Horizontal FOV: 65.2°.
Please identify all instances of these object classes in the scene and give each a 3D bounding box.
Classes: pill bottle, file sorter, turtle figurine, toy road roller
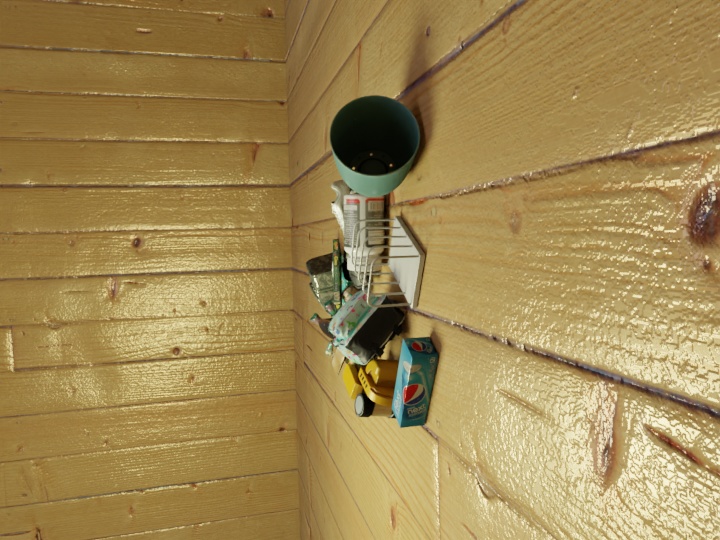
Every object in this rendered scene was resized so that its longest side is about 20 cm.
[{"bbox_3d":[0.010,-0.105,1.526,0.114,0.111,0.205,-152,61,-73],"label":"pill bottle"},{"bbox_3d":[0.057,-0.023,1.334,0.201,0.122,0.141,-114,26,-56],"label":"file sorter"},{"bbox_3d":[-0.071,0.206,1.897,0.201,0.150,0.100,51,151,-14],"label":"turtle figurine"},{"bbox_3d":[0.046,0.275,1.445,0.201,0.121,0.148,-123,47,-58],"label":"toy road roller"}]

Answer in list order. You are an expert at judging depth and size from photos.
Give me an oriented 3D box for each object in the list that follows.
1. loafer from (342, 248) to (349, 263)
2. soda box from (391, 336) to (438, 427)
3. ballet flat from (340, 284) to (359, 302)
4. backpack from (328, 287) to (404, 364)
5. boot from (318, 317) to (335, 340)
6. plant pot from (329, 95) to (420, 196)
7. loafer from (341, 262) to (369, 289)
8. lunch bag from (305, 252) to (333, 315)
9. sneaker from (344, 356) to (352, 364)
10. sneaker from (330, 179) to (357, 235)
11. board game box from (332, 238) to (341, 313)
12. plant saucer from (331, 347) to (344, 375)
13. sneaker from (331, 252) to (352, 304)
[{"bbox_3d":[-0.024,-0.065,1.746,0.200,0.074,0.071,149,113,-74],"label":"loafer"},{"bbox_3d":[0.119,0.248,1.247,0.068,0.063,0.203,-115,26,-57],"label":"soda box"},{"bbox_3d":[-0.017,0.085,1.734,0.068,0.067,0.200,-51,-7,5],"label":"ballet flat"},{"bbox_3d":[0.007,0.145,1.447,0.178,0.150,0.200,-49,0,-14],"label":"backpack"},{"bbox_3d":[-0.040,0.157,1.683,0.198,0.096,0.076,4,122,50],"label":"boot"},{"bbox_3d":[0.031,-0.264,1.285,0.161,0.196,0.205,89,174,-70],"label":"plant pot"},{"bbox_3d":[0.000,0.000,1.662,0.200,0.070,0.074,-149,45,-69],"label":"loafer"},{"bbox_3d":[-0.109,0.050,2.004,0.200,0.137,0.171,-127,21,-67],"label":"lunch bag"},{"bbox_3d":[0.006,0.278,1.687,0.091,0.077,0.201,59,166,21],"label":"sneaker"},{"bbox_3d":[-0.046,-0.162,1.620,0.075,0.079,0.205,-168,74,-73],"label":"sneaker"},{"bbox_3d":[-0.069,0.018,1.714,0.105,0.023,0.204,77,-169,-68],"label":"board game box"},{"bbox_3d":[-0.047,0.229,1.763,0.200,0.035,0.203,24,-91,-86],"label":"plant saucer"},{"bbox_3d":[-0.044,0.039,1.874,0.079,0.076,0.204,-151,50,-63],"label":"sneaker"}]
